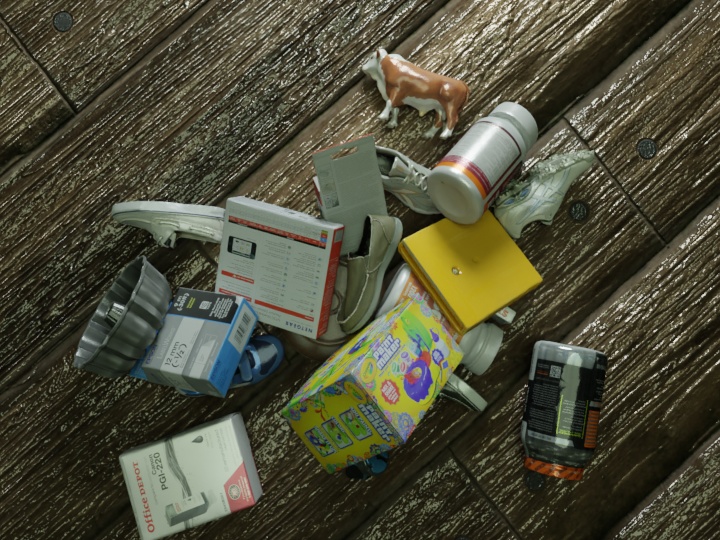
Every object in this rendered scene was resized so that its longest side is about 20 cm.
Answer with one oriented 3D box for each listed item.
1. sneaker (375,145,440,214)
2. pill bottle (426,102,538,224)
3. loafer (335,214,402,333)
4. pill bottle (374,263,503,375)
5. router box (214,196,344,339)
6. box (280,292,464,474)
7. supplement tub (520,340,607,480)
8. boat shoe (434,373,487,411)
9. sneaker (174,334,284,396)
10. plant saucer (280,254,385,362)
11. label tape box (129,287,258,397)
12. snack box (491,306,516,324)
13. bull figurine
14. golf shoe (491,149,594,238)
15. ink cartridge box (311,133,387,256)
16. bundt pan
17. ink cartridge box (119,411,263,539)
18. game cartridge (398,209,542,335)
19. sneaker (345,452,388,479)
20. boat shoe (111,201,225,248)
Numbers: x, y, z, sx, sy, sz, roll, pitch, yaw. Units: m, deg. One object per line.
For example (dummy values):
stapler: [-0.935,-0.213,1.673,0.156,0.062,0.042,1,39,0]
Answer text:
sneaker: [0.078,-0.154,1.191,0.195,0.092,0.078,20,84,0]
pill bottle: [0.204,-0.180,1.162,0.109,0.110,0.200,41,65,3]
loafer: [0.000,0.000,1.141,0.068,0.075,0.205,23,85,-27]
pill bottle: [0.130,0.085,1.159,0.196,0.112,0.114,30,86,-2]
router box: [-0.136,-0.007,1.149,0.195,0.049,0.185,16,105,17]
box: [0.019,0.167,1.048,0.123,0.192,0.200,50,46,-4]
supplement tub: [0.327,0.225,1.147,0.119,0.123,0.207,11,85,1]
boat shoe: [0.117,0.186,1.180,0.197,0.071,0.065,32,85,10]
sneaker: [-0.219,0.163,1.171,0.195,0.082,0.076,-20,84,-3]
plant saucer: [-0.051,0.054,1.203,0.193,0.037,0.208,0,85,0]
label tape box: [-0.279,0.108,1.127,0.194,0.067,0.146,7,60,24]
snack box: [0.166,0.028,1.187,0.197,0.072,0.025,33,86,2]
bull figurine: [0.089,-0.304,1.217,0.194,0.065,0.125,16,89,3]
golf shoe: [0.320,-0.132,1.212,0.196,0.078,0.099,-29,104,2]
ink cartridge box: [-0.018,-0.127,1.145,0.106,0.051,0.204,-18,129,-8]
bundt pan: [-0.372,0.083,1.130,0.075,0.201,0.205,35,86,-25]
ink cartridge box: [-0.275,0.336,1.156,0.194,0.085,0.150,-18,86,0]
game cartridge: [0.181,-0.009,1.152,0.197,0.033,0.178,-24,71,-35]
sneaker: [-0.022,0.243,1.165,0.072,0.081,0.205,0,66,-40]
boat shoe: [-0.325,-0.074,1.198,0.193,0.071,0.072,4,83,-7]
